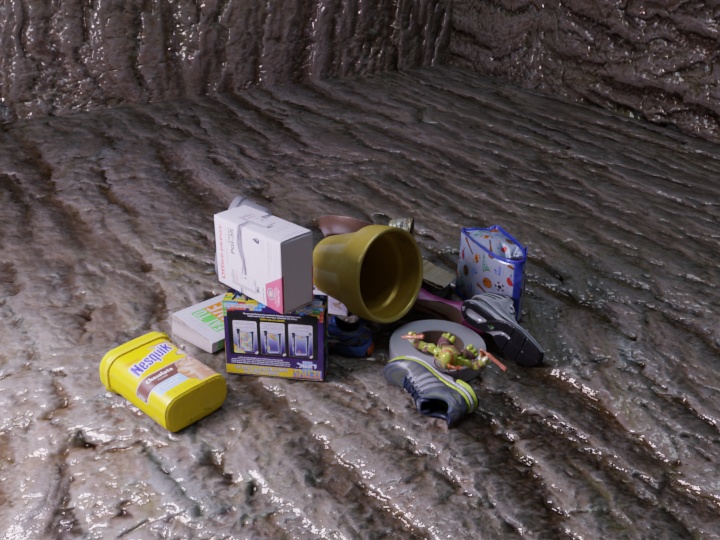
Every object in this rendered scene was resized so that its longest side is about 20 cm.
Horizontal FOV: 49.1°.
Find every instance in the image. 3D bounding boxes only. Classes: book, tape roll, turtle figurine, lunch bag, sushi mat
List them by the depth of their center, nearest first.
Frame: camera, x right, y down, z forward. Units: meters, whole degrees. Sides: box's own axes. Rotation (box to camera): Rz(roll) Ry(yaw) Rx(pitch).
[{"bbox_3d":[0.178,0.160,1.467,0.199,0.065,0.161,14,2,15],"label":"turtle figurine"},{"bbox_3d":[0.158,0.165,1.621,0.202,0.037,0.203,2,26,-1],"label":"tape roll"},{"bbox_3d":[-0.287,0.107,1.710,0.133,0.048,0.200,26,33,32],"label":"book"},{"bbox_3d":[0.311,0.011,1.792,0.123,0.171,0.200,-8,27,-17],"label":"lunch bag"},{"bbox_3d":[0.166,0.008,1.819,0.095,0.012,0.200,28,13,11],"label":"sushi mat"}]

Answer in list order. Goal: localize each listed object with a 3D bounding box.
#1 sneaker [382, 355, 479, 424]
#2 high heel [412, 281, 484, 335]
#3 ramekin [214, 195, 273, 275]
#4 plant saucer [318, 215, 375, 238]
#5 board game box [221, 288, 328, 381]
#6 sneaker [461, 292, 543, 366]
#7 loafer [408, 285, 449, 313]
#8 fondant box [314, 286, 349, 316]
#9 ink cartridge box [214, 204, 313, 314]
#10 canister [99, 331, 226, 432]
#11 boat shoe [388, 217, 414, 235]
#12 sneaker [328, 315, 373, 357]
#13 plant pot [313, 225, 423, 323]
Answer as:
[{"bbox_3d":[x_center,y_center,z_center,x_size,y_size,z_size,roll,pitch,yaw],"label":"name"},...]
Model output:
[{"bbox_3d":[0.119,0.222,1.471,0.199,0.074,0.081,19,35,34],"label":"sneaker"},{"bbox_3d":[0.172,0.095,1.714,0.200,0.068,0.096,33,42,26],"label":"high heel"},{"bbox_3d":[-0.275,-0.072,1.905,0.094,0.203,0.203,15,28,3],"label":"ramekin"},{"bbox_3d":[-0.006,-0.072,1.809,0.199,0.037,0.200,16,-12,4],"label":"plant saucer"},{"bbox_3d":[-0.163,0.125,1.536,0.199,0.166,0.057,5,26,6],"label":"board game box"},{"bbox_3d":[0.320,0.108,1.654,0.200,0.076,0.115,39,44,22],"label":"sneaker"},{"bbox_3d":[0.131,0.048,1.814,0.200,0.070,0.070,-21,33,-38],"label":"loafer"},{"bbox_3d":[-0.107,0.035,1.840,0.199,0.058,0.144,7,28,12],"label":"fondant box"},{"bbox_3d":[-0.183,-0.024,1.483,0.200,0.147,0.083,22,32,40],"label":"ink cartridge box"},{"bbox_3d":[-0.363,0.204,1.459,0.200,0.087,0.148,24,35,35],"label":"canister"},{"bbox_3d":[0.108,-0.039,1.892,0.062,0.073,0.201,-11,65,11],"label":"boat shoe"},{"bbox_3d":[-0.071,0.128,1.633,0.199,0.079,0.075,0,26,-3],"label":"sneaker"},{"bbox_3d":[0.000,0.000,1.674,0.188,0.202,0.200,9,24,45],"label":"plant pot"}]
